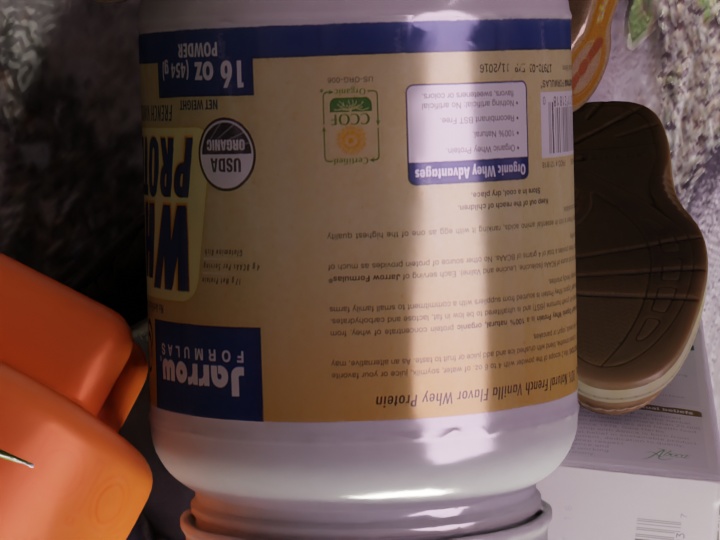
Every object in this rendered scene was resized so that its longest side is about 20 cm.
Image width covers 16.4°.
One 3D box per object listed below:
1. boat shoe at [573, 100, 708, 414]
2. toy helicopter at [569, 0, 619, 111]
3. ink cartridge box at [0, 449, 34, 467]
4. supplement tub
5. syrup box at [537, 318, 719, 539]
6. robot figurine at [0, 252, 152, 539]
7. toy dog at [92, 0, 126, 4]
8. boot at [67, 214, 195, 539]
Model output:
[{"bbox_3d":[0.107,0.002,1.067,0.201,0.073,0.063,-93,179,-55],"label":"boat shoe"},{"bbox_3d":[0.117,-0.165,1.086,0.132,0.079,0.201,-15,127,-57],"label":"toy helicopter"},{"bbox_3d":[-0.189,-0.020,0.689,0.200,0.147,0.076,28,82,-53],"label":"ink cartridge box"},{"bbox_3d":[0.000,0.000,0.824,0.144,0.144,0.201,-6,96,-50],"label":"supplement tub"},{"bbox_3d":[0.108,0.082,1.059,0.200,0.081,0.079,-72,166,-71],"label":"syrup box"},{"bbox_3d":[-0.145,0.094,0.816,0.116,0.144,0.201,34,77,-28],"label":"robot figurine"},{"bbox_3d":[-0.069,-0.185,0.792,0.200,0.139,0.194,-52,165,-15],"label":"toy dog"},{"bbox_3d":[-0.069,0.096,0.949,0.182,0.072,0.200,-57,143,-23],"label":"boot"}]
